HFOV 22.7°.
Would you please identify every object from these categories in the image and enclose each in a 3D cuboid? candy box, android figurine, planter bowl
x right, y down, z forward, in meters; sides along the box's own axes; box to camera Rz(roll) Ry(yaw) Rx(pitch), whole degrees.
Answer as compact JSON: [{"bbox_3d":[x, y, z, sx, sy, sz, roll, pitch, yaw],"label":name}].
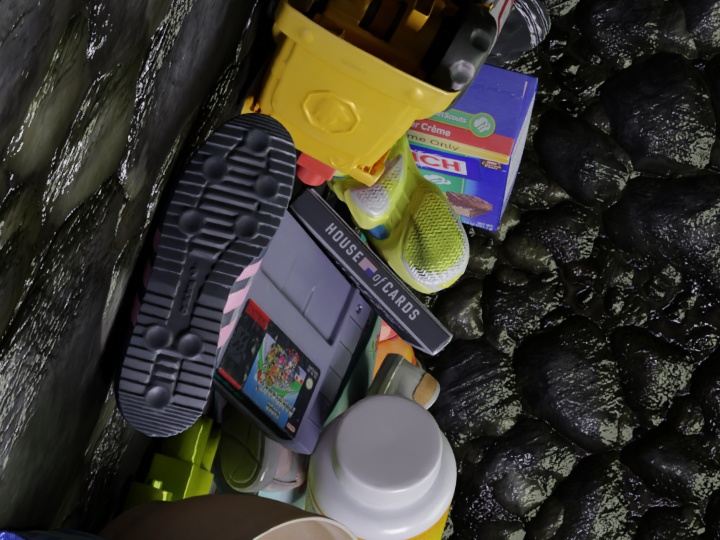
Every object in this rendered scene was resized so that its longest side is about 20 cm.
[{"bbox_3d":[0.045,-0.111,1.428,0.200,0.169,0.077,85,22,-74],"label":"candy box"},{"bbox_3d":[-0.150,0.201,1.318,0.182,0.041,0.200,74,33,-81],"label":"android figurine"},{"bbox_3d":[-0.107,0.230,1.183,0.200,0.135,0.200,-25,125,-41],"label":"planter bowl"}]

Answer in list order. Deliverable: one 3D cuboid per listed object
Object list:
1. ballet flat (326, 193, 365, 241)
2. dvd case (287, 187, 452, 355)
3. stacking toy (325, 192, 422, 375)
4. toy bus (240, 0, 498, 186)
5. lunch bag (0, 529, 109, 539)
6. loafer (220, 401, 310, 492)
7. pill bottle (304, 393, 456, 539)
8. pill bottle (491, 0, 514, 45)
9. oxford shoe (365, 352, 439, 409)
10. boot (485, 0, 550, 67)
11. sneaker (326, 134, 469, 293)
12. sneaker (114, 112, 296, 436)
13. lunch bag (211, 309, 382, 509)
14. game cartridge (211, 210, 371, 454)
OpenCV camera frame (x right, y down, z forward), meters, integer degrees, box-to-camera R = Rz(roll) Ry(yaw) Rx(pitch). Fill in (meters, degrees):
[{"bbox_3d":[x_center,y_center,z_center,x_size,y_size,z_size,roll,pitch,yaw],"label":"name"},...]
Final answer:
[{"bbox_3d":[-0.028,-0.011,1.572,0.068,0.068,0.200,-59,167,-70],"label":"ballet flat"},{"bbox_3d":[0.000,0.000,1.356,0.025,0.150,0.200,-44,-177,-2],"label":"dvd case"},{"bbox_3d":[-0.015,0.021,1.688,0.146,0.146,0.200,-57,148,-65],"label":"stacking toy"},{"bbox_3d":[0.003,-0.153,1.184,0.192,0.136,0.200,-57,-171,49],"label":"toy bus"},{"bbox_3d":[-0.161,0.244,0.964,0.170,0.127,0.200,65,36,-82],"label":"lunch bag"},{"bbox_3d":[-0.062,0.067,1.347,0.063,0.072,0.200,11,84,-44],"label":"loafer"},{"bbox_3d":[0.013,0.171,1.352,0.200,0.109,0.109,98,13,-60],"label":"pill bottle"},{"bbox_3d":[0.075,-0.241,1.539,0.112,0.112,0.200,103,10,-50],"label":"pill bottle"},{"bbox_3d":[0.019,0.150,1.480,0.075,0.058,0.200,-61,173,-47],"label":"oxford shoe"},{"bbox_3d":[0.077,-0.222,1.684,0.073,0.198,0.162,63,-3,-25],"label":"boot"},{"bbox_3d":[0.006,-0.067,1.306,0.076,0.200,0.105,-25,172,-11],"label":"sneaker"},{"bbox_3d":[-0.099,0.000,1.074,0.200,0.070,0.082,-66,-170,-6],"label":"sneaker"},{"bbox_3d":[-0.061,0.119,1.483,0.170,0.122,0.200,103,3,-53],"label":"lunch bag"},{"bbox_3d":[-0.060,0.036,1.246,0.200,0.038,0.130,50,53,-53],"label":"game cartridge"}]
